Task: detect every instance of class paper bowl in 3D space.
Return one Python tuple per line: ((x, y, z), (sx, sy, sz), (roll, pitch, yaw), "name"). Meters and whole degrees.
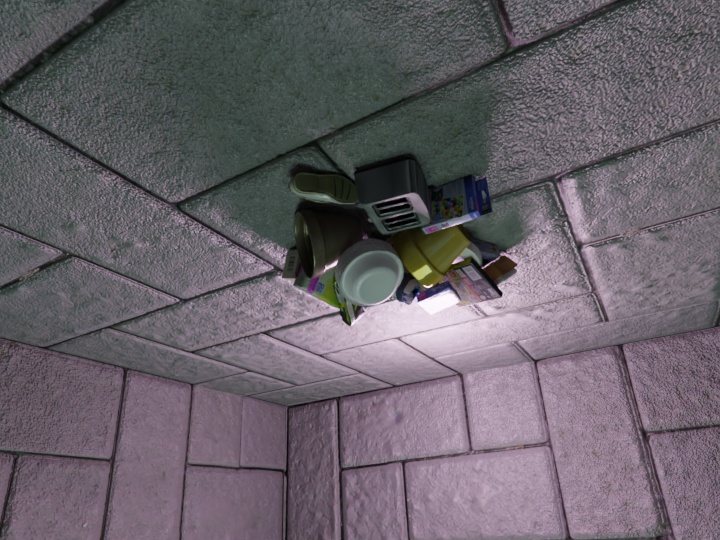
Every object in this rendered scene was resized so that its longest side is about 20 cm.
((0.031, 0.019, 1.499), (0.197, 0.105, 0.204), (-12, 130, -14), "paper bowl")

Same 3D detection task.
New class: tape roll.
((0.307, -0.039, 1.729), (0.199, 0.038, 0.204), (12, 145, 8), "tape roll")

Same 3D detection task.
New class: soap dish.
((0.457, 0.029, 1.867), (0.199, 0.082, 0.156), (-37, 172, 39), "soap dish")

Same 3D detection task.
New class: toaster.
((0.098, -0.200, 1.389), (0.196, 0.121, 0.181), (-12, 154, 16), "toaster")

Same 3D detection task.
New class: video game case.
((0.359, 0.046, 1.763), (0.179, 0.026, 0.200), (-19, 130, 41), "video game case")

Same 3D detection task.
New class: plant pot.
((0.226, -0.083, 1.571), (0.188, 0.203, 0.200), (-39, 142, 19), "plant pot")
((-0.091, -0.093, 1.541), (0.170, 0.203, 0.201), (-13, 158, -19), "plant pot")

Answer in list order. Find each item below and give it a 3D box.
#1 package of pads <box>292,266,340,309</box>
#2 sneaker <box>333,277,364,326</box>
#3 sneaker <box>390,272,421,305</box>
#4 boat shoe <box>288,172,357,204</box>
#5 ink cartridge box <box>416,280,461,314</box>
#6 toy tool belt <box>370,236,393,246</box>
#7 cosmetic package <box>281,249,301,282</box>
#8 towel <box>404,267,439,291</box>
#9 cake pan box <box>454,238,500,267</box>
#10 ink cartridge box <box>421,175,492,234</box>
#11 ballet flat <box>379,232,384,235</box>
((-0.114, 0.020, 1.720), (0.199, 0.157, 0.068), (32, 165, -39), "package of pads")
((-0.034, 0.081, 1.713), (0.084, 0.204, 0.074), (-27, -147, -37), "sneaker")
((0.109, 0.071, 1.737), (0.197, 0.146, 0.082), (-19, 123, -22), "sneaker")
((-0.100, -0.221, 1.389), (0.197, 0.076, 0.068), (10, 171, -30), "boat shoe")
((0.257, 0.089, 1.703), (0.118, 0.043, 0.200), (-25, 159, 13), "ink cartridge box")
((0.057, -0.049, 1.685), (0.120, 0.128, 0.200), (-1, 175, 9), "toy tool belt")
((-0.162, 0.004, 1.780), (0.198, 0.106, 0.086), (19, 168, -41), "cosmetic package")
((0.194, 0.009, 1.787), (0.036, 0.200, 0.149), (-39, 163, -16), "towel")
((0.358, -0.048, 1.817), (0.197, 0.053, 0.184), (10, 149, -26), "cake pan box")
((0.260, -0.187, 1.432), (0.197, 0.122, 0.042), (-15, 151, 25), "ink cartridge box")
((0.130, -0.162, 1.541), (0.197, 0.069, 0.063), (-21, 120, 28), "ballet flat")
